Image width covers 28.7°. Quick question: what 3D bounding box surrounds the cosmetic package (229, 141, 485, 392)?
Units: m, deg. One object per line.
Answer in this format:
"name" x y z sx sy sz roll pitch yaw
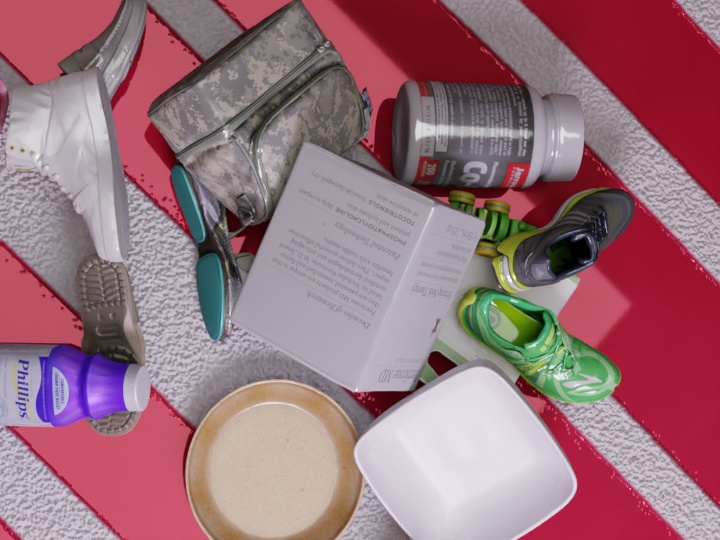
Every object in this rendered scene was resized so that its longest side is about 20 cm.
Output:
"cosmetic package" 0.000 0.000 1.454 0.165 0.167 0.202 26 96 23

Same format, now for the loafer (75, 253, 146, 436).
"loafer" -0.262 0.076 1.499 0.074 0.068 0.203 1 104 2

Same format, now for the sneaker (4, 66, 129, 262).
"sneaker" -0.305 -0.099 1.448 0.114 0.074 0.203 -11 84 0

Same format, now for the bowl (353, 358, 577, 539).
"bowl" 0.114 0.201 1.524 0.199 0.075 0.201 -34 104 17

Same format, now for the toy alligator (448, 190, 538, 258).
"toy alligator" 0.154 -0.045 1.539 0.197 0.054 0.060 14 83 -9

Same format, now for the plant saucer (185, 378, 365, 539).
"plant saucer" -0.094 0.220 1.537 0.197 0.035 0.204 0 88 -10

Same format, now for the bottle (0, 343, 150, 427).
"bottle" -0.317 0.118 1.444 0.197 0.065 0.085 1 98 10

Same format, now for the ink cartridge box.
"ink cartridge box" 0.135 0.052 1.579 0.145 0.048 0.201 35 83 -7

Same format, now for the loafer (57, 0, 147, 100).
"loafer" -0.290 -0.211 1.504 0.069 0.070 0.202 27 84 -16

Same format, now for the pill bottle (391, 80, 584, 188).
"pill bottle" 0.140 -0.149 1.555 0.197 0.114 0.116 1 87 -9

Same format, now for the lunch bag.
"lunch bag" -0.096 -0.164 1.486 0.200 0.139 0.169 -44 106 -33

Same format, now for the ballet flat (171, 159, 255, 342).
"ballet flat" -0.150 -0.027 1.525 0.071 0.072 0.203 -13 91 -10

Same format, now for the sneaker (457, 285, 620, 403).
"sneaker" 0.196 0.085 1.523 0.198 0.084 0.075 29 81 -9

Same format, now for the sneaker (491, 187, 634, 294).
"sneaker" 0.236 -0.031 1.516 0.199 0.080 0.075 -33 110 -31

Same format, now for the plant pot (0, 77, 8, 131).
"plant pot" -0.486 -0.171 1.417 0.178 0.200 0.200 40 82 10
